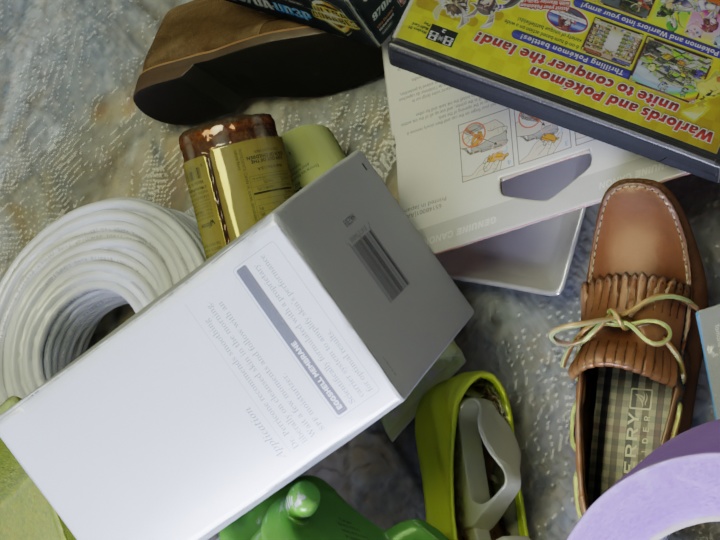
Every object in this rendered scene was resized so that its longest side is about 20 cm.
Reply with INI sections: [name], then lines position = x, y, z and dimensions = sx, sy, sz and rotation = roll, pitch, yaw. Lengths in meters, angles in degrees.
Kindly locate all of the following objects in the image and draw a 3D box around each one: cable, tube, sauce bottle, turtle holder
[cable]
position = -0.154, 0.054, 1.604
dimensions = 0.199, 0.069, 0.201
rotation = -22, 62, 24
[tube]
position = 0.000, 0.000, 1.540
dimensions = 0.052, 0.058, 0.201
rotation = -22, 61, -10
[sauce bottle]
position = -0.059, 0.008, 1.533
dimensions = 0.066, 0.066, 0.201
rotation = -13, 89, 28
[turtle holder]
position = -0.027, 0.188, 1.355
dimensions = 0.185, 0.141, 0.132
rotation = 43, 106, 20

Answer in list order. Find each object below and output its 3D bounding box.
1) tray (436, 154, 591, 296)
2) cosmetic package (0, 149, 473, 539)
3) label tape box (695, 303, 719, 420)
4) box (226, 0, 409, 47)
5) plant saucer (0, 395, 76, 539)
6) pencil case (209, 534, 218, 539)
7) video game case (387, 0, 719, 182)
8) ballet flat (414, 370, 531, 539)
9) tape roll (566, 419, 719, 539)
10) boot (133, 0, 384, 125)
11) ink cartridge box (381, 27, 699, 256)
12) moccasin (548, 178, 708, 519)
[tray]
position = 0.105, -0.084, 1.520
dimensions = 0.107, 0.022, 0.201
rotation = 9, 78, 35
[cosmetic package]
position = -0.064, 0.053, 1.400
dimensions = 0.200, 0.199, 0.123
rotation = -34, 93, 18
[label tape box]
position = 0.285, 0.065, 1.323
dimensions = 0.199, 0.066, 0.144
rotation = -20, 64, 27
[box]
position = 0.008, -0.239, 1.580
dimensions = 0.159, 0.046, 0.200
rotation = 23, 68, 45
[plant saucer]
position = -0.188, 0.193, 1.526
dimensions = 0.200, 0.048, 0.201
rotation = -41, 66, 55
[pencil case]
position = -0.069, 0.217, 1.479
dimensions = 0.087, 0.087, 0.200
rotation = -48, 55, 8
[video game case]
position = 0.140, -0.162, 1.424
dimensions = 0.199, 0.026, 0.181
rotation = 21, 70, 12
[ballet flat]
position = 0.070, 0.146, 1.423
dimensions = 0.067, 0.067, 0.201
rotation = -40, 48, 45
[tape roll]
position = 0.198, 0.178, 1.272
dimensions = 0.199, 0.085, 0.201
rotation = 4, 101, 23
[boot]
position = -0.058, -0.151, 1.625
dimensions = 0.199, 0.074, 0.076
rotation = -8, 58, 32
[ink cartridge box]
position = 0.110, -0.103, 1.483
dimensions = 0.199, 0.045, 0.177
rotation = -17, 64, 27
[moccasin]
position = 0.144, 0.051, 1.383
dimensions = 0.073, 0.078, 0.203
rotation = 9, 90, 21
